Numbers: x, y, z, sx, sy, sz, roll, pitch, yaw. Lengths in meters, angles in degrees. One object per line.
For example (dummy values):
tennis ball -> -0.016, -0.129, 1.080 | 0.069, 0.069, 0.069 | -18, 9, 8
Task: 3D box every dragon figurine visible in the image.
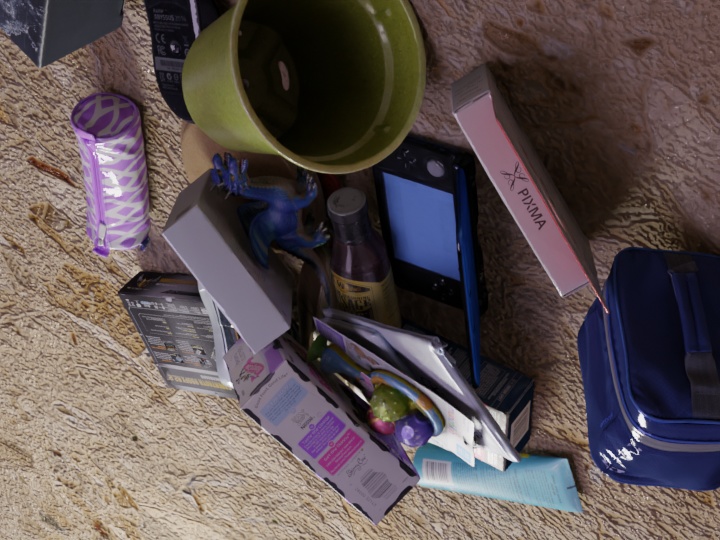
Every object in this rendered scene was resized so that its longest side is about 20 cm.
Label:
dragon figurine -> -0.087, -0.043, 1.479 | 0.059, 0.099, 0.201 | -125, 17, -51

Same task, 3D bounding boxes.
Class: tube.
tube -> 0.152, 0.229, 1.673 | 0.199, 0.051, 0.078 | 4, 133, 36

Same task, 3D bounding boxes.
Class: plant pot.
plant pot -> -0.070, -0.183, 1.378 | 0.201, 0.200, 0.184 | 56, 154, -17

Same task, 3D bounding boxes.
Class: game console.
game console -> 0.064, -0.012, 1.455 | 0.170, 0.118, 0.201 | 19, 137, 30

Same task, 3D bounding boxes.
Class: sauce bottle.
sauce bottle -> 0.000, 0.000, 1.535 | 0.066, 0.066, 0.201 | 19, 143, 30

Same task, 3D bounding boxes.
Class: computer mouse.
computer mouse -> -0.168, -0.249, 1.505 | 0.138, 0.053, 0.202 | 17, 122, 36

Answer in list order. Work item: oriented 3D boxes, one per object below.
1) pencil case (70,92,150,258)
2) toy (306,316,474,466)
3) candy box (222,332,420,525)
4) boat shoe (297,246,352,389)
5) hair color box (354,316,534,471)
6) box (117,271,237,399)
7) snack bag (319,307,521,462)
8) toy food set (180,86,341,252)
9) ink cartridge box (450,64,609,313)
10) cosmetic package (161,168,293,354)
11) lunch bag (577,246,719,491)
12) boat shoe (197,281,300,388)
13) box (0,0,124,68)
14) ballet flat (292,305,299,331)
pencil case -> -0.292, -0.110, 1.733 | 0.083, 0.086, 0.201 | 25, 139, 22
toy -> 0.024, 0.135, 1.509 | 0.199, 0.047, 0.115 | 36, 160, 21
candy box -> -0.044, 0.153, 1.573 | 0.200, 0.072, 0.168 | 43, -176, -19
boat shoe -> -0.031, 0.059, 1.667 | 0.072, 0.064, 0.202 | -122, 30, -53
hair color box -> 0.087, 0.128, 1.619 | 0.199, 0.061, 0.101 | 25, 140, 26
box -> -0.194, 0.083, 1.860 | 0.199, 0.048, 0.159 | 4, 129, 42
snack bag -> 0.061, 0.121, 1.513 | 0.199, 0.021, 0.189 | 13, 144, 54
toy food set -> -0.109, -0.103, 1.592 | 0.197, 0.049, 0.201 | -12, 116, 49
ink cartridge box -> 0.144, -0.065, 1.290 | 0.043, 0.174, 0.201 | -28, 108, 14
cosmetic package -> -0.131, -0.014, 1.515 | 0.151, 0.052, 0.200 | 51, -173, -12
lunch bag -> 0.271, 0.072, 1.281 | 0.134, 0.201, 0.133 | 4, 145, -10
boat shoe -> -0.119, 0.044, 1.660 | 0.090, 0.071, 0.202 | 5, 120, 24
box -> -0.328, -0.349, 1.478 | 0.200, 0.117, 0.197 | 44, 145, 16
ballet flat -> -0.105, 0.044, 1.737 | 0.063, 0.067, 0.200 | -32, 103, 26
